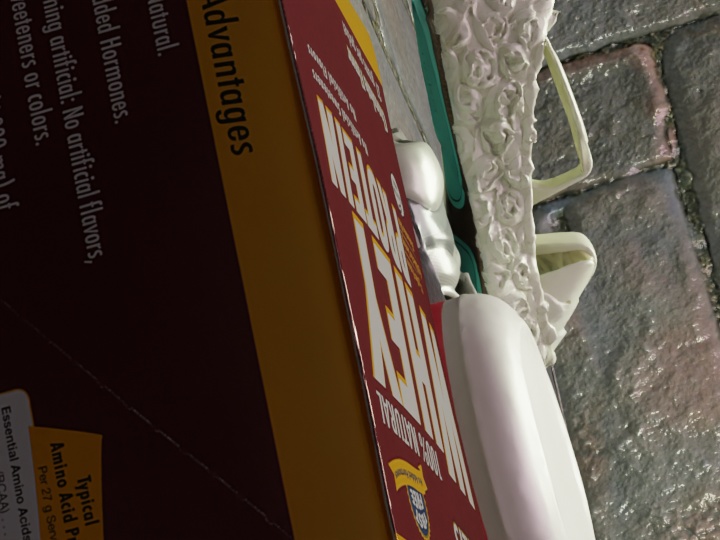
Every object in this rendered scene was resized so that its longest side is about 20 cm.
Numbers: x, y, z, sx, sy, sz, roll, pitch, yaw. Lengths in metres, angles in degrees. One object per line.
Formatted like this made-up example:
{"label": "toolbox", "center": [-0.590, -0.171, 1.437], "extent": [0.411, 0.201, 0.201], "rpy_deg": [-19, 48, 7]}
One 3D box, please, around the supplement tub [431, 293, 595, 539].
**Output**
{"label": "supplement tub", "center": [-0.024, 0.098, 0.889], "extent": [0.140, 0.200, 0.141], "rpy_deg": [-16, 90, -82]}

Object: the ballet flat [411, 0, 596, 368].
{"label": "ballet flat", "center": [0.063, -0.023, 1.015], "extent": [0.072, 0.072, 0.200], "rpy_deg": [-81, 165, -70]}

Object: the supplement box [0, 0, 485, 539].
{"label": "supplement box", "center": [-0.086, 0.030, 0.615], "extent": [0.133, 0.200, 0.198], "rpy_deg": [53, 23, -68]}

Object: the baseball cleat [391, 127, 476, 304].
{"label": "baseball cleat", "center": [0.000, 0.000, 1.015], "extent": [0.200, 0.070, 0.107], "rpy_deg": [147, -74, -85]}
